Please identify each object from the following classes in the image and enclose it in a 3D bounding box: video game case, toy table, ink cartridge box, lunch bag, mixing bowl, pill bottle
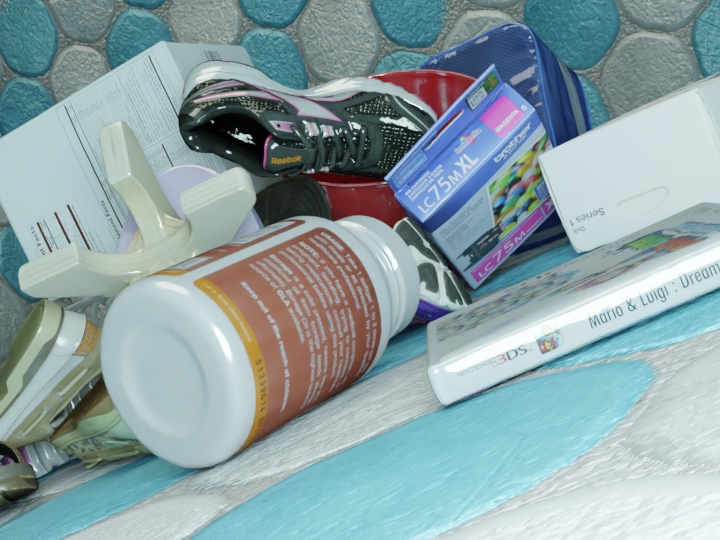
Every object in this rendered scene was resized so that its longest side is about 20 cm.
[{"bbox_3d":[0.119,0.011,0.702,0.181,0.024,0.200,-24,3,4],"label":"video game case"},{"bbox_3d":[-0.143,-0.010,0.993,0.183,0.201,0.117,-33,-31,6],"label":"toy table"},{"bbox_3d":[0.095,-0.066,1.044,0.119,0.042,0.200,-45,-28,0],"label":"ink cartridge box"},{"bbox_3d":[0.141,-0.123,1.268,0.135,0.202,0.132,-19,-28,27],"label":"lunch bag"},{"bbox_3d":[0.029,-0.078,1.150,0.198,0.109,0.201,-9,32,5],"label":"mixing bowl"},{"bbox_3d":[-0.051,0.032,0.822,0.112,0.113,0.199,-21,3,40],"label":"pill bottle"},{"bbox_3d":[0.250,-0.095,1.053,0.145,0.085,0.199,-22,2,37],"label":"ink cartridge box"}]

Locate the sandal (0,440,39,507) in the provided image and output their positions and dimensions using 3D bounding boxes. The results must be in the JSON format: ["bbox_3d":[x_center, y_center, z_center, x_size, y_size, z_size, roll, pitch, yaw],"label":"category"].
[{"bbox_3d":[-0.288,0.156,1.018,0.081,0.055,0.200,-24,-3,-21],"label":"sandal"}]

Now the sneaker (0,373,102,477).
[{"bbox_3d":[-0.257,0.131,1.177,0.198,0.081,0.088,-18,-3,13],"label":"sneaker"}]

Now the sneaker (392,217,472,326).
[{"bbox_3d":[0.032,0.020,1.008,0.083,0.081,0.200,-37,-8,0],"label":"sneaker"}]

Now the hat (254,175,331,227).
[{"bbox_3d":[-0.056,0.024,1.078,0.080,0.203,0.200,19,-25,-34],"label":"hat"}]

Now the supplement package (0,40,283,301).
[{"bbox_3d":[-0.185,-0.091,1.201,0.199,0.148,0.191,-27,-1,17],"label":"supplement package"}]

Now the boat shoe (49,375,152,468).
[{"bbox_3d":[-0.182,0.116,1.010,0.073,0.063,0.200,-52,9,-18],"label":"boat shoe"}]

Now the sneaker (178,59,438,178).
[{"bbox_3d":[-0.043,-0.095,1.005,0.198,0.081,0.087,6,32,5],"label":"sneaker"}]

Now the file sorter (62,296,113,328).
[{"bbox_3d":[-0.207,0.071,1.332,0.138,0.126,0.200,-22,2,9],"label":"file sorter"}]

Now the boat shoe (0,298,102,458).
[{"bbox_3d":[-0.269,0.110,1.092,0.200,0.068,0.075,-48,29,32],"label":"boat shoe"}]
